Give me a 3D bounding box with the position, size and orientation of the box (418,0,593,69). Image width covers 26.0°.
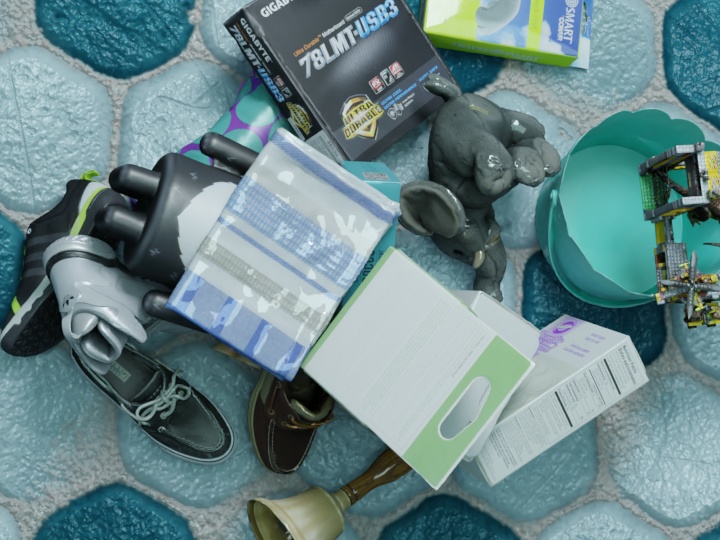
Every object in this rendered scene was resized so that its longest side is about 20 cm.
[{"bbox_3d":[0.166,-0.295,1.705,0.198,0.048,0.123,8,82,-9],"label":"box"}]

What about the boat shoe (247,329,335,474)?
[{"bbox_3d":[-0.062,0.128,1.545,0.072,0.072,0.202,-6,122,-29],"label":"boat shoe"}]

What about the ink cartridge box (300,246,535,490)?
[{"bbox_3d":[0.055,0.090,1.424,0.200,0.048,0.146,39,92,33],"label":"ink cartridge box"}]

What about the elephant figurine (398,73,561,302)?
[{"bbox_3d":[0.105,-0.073,1.620,0.140,0.201,0.156,6,46,-31],"label":"elephant figurine"}]

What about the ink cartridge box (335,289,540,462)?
[{"bbox_3d":[0.072,0.099,1.551,0.086,0.200,0.147,35,77,-17],"label":"ink cartridge box"}]

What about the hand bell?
[{"bbox_3d":[-0.008,0.225,1.596,0.199,0.104,0.105,-32,90,-26],"label":"hand bell"}]

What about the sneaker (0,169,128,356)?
[{"bbox_3d":[-0.308,-0.007,1.575,0.082,0.072,0.201,29,82,29],"label":"sneaker"}]

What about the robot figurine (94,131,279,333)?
[{"bbox_3d":[-0.149,-0.037,1.488,0.198,0.125,0.151,21,122,-18],"label":"robot figurine"}]

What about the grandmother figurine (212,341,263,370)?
[{"bbox_3d":[-0.078,0.001,1.581,0.060,0.121,0.202,28,82,-51],"label":"grandmother figurine"}]

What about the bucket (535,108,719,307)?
[{"bbox_3d":[0.287,-0.060,1.653,0.205,0.135,0.210,1,82,-10],"label":"bucket"}]

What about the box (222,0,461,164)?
[{"bbox_3d":[-0.014,-0.219,1.609,0.200,0.050,0.199,-39,100,-39],"label":"box"}]

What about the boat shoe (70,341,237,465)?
[{"bbox_3d":[-0.205,0.124,1.565,0.199,0.068,0.074,43,77,-3],"label":"boat shoe"}]

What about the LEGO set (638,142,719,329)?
[{"bbox_3d":[0.357,-0.047,1.535,0.152,0.116,0.202,4,82,-12],"label":"LEGO set"}]

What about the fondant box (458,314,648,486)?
[{"bbox_3d":[0.174,0.129,1.597,0.199,0.144,0.059,-31,106,-14],"label":"fondant box"}]

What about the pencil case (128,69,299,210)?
[{"bbox_3d":[-0.148,-0.112,1.598,0.200,0.085,0.092,-43,76,-14],"label":"pencil case"}]

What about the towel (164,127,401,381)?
[{"bbox_3d":[-0.069,-0.013,1.440,0.146,0.024,0.201,34,88,-17],"label":"towel"}]

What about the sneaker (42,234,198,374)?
[{"bbox_3d":[-0.221,0.049,1.520,0.199,0.075,0.116,27,38,-42],"label":"sneaker"}]

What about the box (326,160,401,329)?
[{"bbox_3d":[0.000,0.000,1.530,0.049,0.082,0.202,2,107,-12],"label":"box"}]
